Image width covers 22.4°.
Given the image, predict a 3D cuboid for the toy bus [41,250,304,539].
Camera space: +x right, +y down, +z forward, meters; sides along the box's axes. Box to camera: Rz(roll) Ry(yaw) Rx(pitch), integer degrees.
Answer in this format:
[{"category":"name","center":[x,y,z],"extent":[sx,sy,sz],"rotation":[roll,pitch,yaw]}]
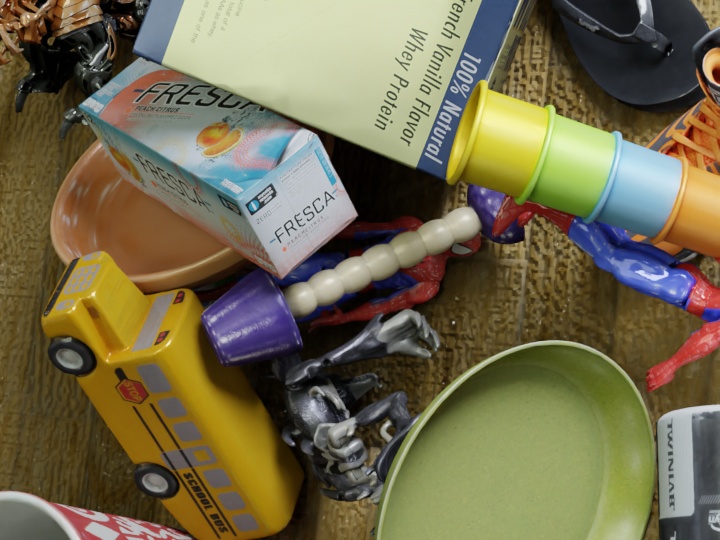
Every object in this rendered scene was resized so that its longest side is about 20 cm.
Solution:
[{"category":"toy bus","center":[-0.115,0.079,1.121],"extent":[0.078,0.200,0.065],"rotation":[-12,34,26]}]

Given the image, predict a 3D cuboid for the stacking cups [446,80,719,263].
[{"category":"stacking cups","center":[0.150,-0.047,0.989],"extent":[0.200,0.061,0.061],"rotation":[17,87,-4]}]

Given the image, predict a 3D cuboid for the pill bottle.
[{"category":"pill bottle","center":[0.214,0.176,0.979],"extent":[0.106,0.106,0.200],"rotation":[-5,77,27]}]

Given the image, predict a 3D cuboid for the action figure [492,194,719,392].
[{"category":"action figure","center":[0.167,0.028,1.031],"extent":[0.200,0.065,0.099],"rotation":[24,111,21]}]

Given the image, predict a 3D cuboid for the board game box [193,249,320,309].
[{"category":"board game box","center":[-0.119,-0.006,1.237],"extent":[0.200,0.030,0.096],"rotation":[-11,76,28]}]

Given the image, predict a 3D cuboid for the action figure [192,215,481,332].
[{"category":"action figure","center":[-0.020,0.007,1.152],"extent":[0.200,0.052,0.066],"rotation":[-16,71,4]}]

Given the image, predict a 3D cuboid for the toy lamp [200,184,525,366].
[{"category":"toy lamp","center":[0.000,0.000,1.093],"extent":[0.200,0.058,0.058],"rotation":[-27,66,-8]}]

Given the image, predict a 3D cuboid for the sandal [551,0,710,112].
[{"category":"sandal","center":[0.146,-0.177,1.121],"extent":[0.076,0.043,0.200],"rotation":[-40,65,15]}]

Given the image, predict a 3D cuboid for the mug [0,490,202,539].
[{"category":"mug","center":[-0.146,0.222,1.104],"extent":[0.177,0.200,0.134],"rotation":[39,98,27]}]

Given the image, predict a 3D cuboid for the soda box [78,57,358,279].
[{"category":"soda box","center":[-0.090,-0.069,1.107],"extent":[0.064,0.068,0.200],"rotation":[-41,39,-16]}]

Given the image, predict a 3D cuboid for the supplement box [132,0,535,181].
[{"category":"supplement box","center":[0.004,-0.182,1.077],"extent":[0.199,0.134,0.200],"rotation":[22,99,5]}]

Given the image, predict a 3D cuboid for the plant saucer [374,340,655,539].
[{"category":"plant saucer","center":[0.082,0.132,1.018],"extent":[0.031,0.200,0.200],"rotation":[22,90,52]}]

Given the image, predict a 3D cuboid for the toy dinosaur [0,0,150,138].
[{"category":"toy dinosaur","center":[-0.200,-0.173,1.244],"extent":[0.200,0.136,0.102],"rotation":[-18,46,-20]}]

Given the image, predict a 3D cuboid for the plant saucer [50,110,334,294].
[{"category":"plant saucer","center":[-0.106,-0.054,1.187],"extent":[0.200,0.037,0.200],"rotation":[-16,39,14]}]

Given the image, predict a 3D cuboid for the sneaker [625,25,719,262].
[{"category":"sneaker","center":[0.199,-0.083,1.035],"extent":[0.200,0.112,0.078],"rotation":[-46,63,14]}]

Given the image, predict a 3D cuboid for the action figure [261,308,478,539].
[{"category":"action figure","center":[0.012,0.094,1.101],"extent":[0.200,0.102,0.119],"rotation":[33,141,63]}]
